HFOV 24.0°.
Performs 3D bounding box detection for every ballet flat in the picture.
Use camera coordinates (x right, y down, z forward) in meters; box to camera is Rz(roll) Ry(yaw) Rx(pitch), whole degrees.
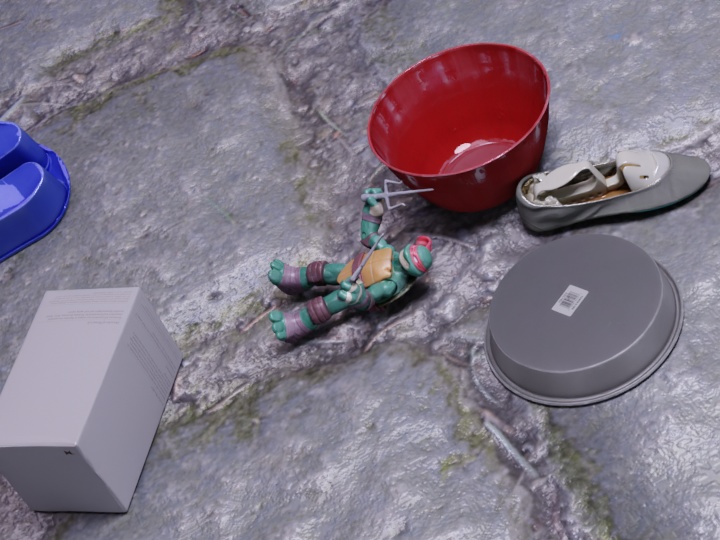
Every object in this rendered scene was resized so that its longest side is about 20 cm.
[{"bbox_3d":[0.254,-0.090,1.721,0.199,0.064,0.068,-15,45,12],"label":"ballet flat"}]

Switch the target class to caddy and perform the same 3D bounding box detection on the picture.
[{"bbox_3d":[-0.447,-0.085,2.028,0.200,0.105,0.142,-30,66,-4],"label":"caddy"}]

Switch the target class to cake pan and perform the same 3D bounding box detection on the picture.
[{"bbox_3d":[0.211,0.041,1.640,0.199,0.037,0.201,-14,45,14],"label":"cake pan"}]

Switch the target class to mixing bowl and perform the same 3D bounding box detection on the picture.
[{"bbox_3d":[0.117,-0.135,1.796,0.199,0.109,0.201,-14,44,13],"label":"mixing bowl"}]

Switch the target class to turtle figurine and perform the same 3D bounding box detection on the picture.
[{"bbox_3d":[0.000,0.000,1.735,0.199,0.101,0.150,-24,31,24],"label":"turtle figurine"}]

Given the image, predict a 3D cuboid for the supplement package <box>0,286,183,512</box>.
[{"bbox_3d":[-0.282,0.131,1.731,0.119,0.121,0.200,-2,48,23],"label":"supplement package"}]
